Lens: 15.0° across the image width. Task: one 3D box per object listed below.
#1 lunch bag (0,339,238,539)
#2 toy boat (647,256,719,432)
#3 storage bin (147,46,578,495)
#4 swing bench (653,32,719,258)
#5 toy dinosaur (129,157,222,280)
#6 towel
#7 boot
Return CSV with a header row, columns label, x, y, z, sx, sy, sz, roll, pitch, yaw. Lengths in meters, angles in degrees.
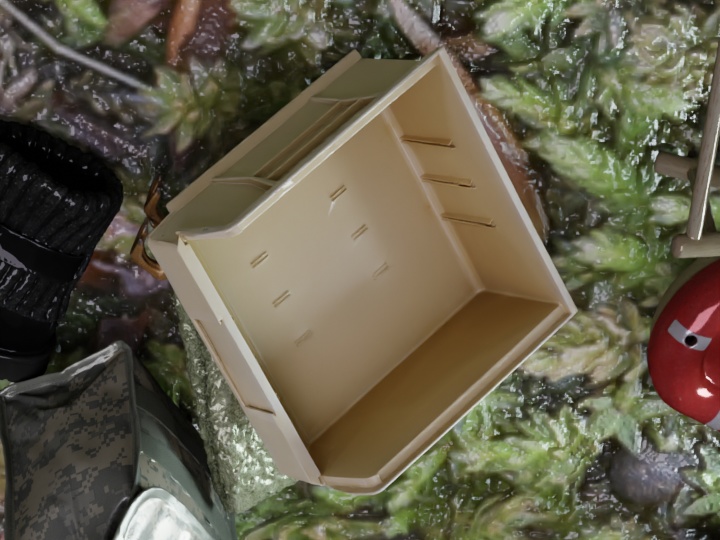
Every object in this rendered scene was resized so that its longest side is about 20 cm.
label,x,y,z,sx,sy,sz,roll,pitch,yaw
lunch bag,-0.148,0.176,1.736,0.117,0.201,0.164,-22,137,13
toy boat,0.279,0.074,1.739,0.199,0.131,0.131,26,115,-12
storage bin,0.000,0.000,1.672,0.198,0.093,0.201,-41,118,-24
swing bench,0.293,-0.113,1.642,0.198,0.130,0.200,5,117,-2
toy dinosaur,-0.096,-0.005,1.745,0.106,0.061,0.201,22,116,-12
towel,-0.046,0.048,1.742,0.148,0.036,0.201,-24,123,-30
boot,-0.267,-0.025,1.724,0.210,0.080,0.158,12,125,-17
